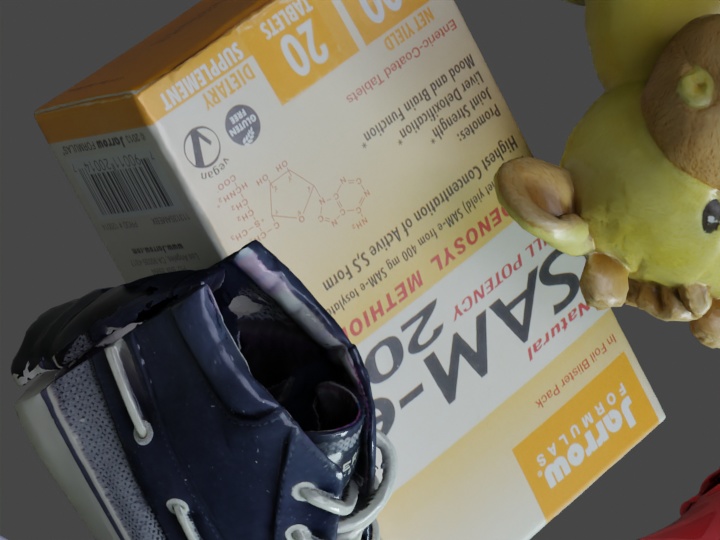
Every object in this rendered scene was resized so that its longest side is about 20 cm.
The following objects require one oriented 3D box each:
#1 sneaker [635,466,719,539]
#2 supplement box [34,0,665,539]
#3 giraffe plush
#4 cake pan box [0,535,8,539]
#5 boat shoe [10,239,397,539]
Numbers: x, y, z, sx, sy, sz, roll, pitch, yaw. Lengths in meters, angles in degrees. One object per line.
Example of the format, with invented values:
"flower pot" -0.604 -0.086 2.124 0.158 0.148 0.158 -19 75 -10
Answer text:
"sneaker" 0.146 0.066 1.010 0.199 0.078 0.116 -6 81 -47
"supplement box" 0.000 0.000 0.902 0.126 0.073 0.201 -38 108 -30
"giraffe plush" 0.107 -0.068 0.887 0.171 0.200 0.163 6 55 0
"cake pan box" -0.089 0.204 0.823 0.184 0.052 0.201 34 59 -26
"boat shoe" -0.019 0.085 0.825 0.200 0.093 0.075 54 43 -9
